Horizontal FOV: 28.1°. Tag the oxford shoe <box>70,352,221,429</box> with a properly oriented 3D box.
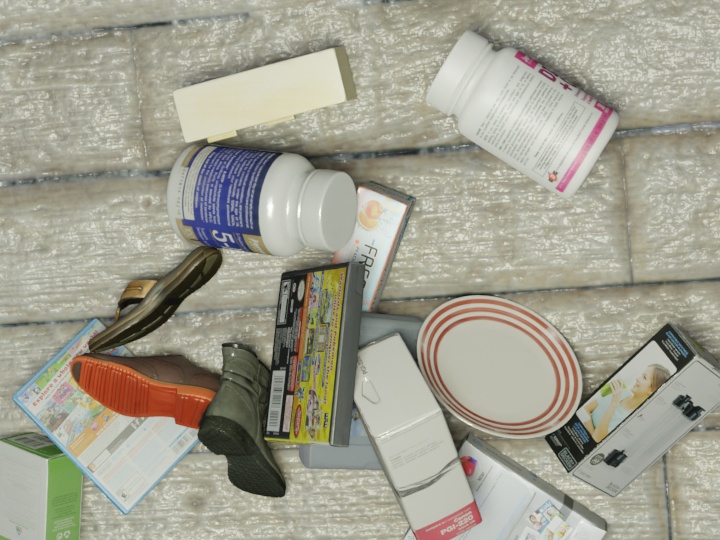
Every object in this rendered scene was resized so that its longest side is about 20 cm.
[{"bbox_3d":[-0.255,0.136,1.759,0.198,0.073,0.072,18,127,-2],"label":"oxford shoe"}]

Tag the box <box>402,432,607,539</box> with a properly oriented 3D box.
[{"bbox_3d":[0.173,0.316,1.735,0.199,0.041,0.157,31,103,3],"label":"box"}]

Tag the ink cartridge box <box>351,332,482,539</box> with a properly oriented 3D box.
[{"bbox_3d":[0.056,0.194,1.625,0.084,0.146,0.201,-26,130,-3],"label":"ink cartridge box"}]

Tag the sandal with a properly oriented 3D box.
[{"bbox_3d":[-0.254,0.028,1.743,0.200,0.082,0.055,-42,74,14],"label":"sandal"}]

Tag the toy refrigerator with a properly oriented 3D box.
[{"bbox_3d":[-0.110,-0.203,1.679,0.198,0.076,0.071,-13,97,11],"label":"toy refrigerator"}]

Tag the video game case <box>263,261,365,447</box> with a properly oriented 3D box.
[{"bbox_3d":[-0.054,0.097,1.635,0.025,0.180,0.202,9,82,-27],"label":"video game case"}]

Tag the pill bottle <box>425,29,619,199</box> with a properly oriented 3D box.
[{"bbox_3d":[0.180,-0.178,1.615,0.199,0.113,0.114,32,103,3],"label":"pill bottle"}]

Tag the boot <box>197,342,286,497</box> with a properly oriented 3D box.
[{"bbox_3d":[-0.126,0.182,1.737,0.067,0.201,0.132,1,55,22],"label":"boot"}]

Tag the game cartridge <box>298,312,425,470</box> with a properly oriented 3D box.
[{"bbox_3d":[0.002,0.146,1.691,0.042,0.132,0.202,40,119,47],"label":"game cartridge"}]

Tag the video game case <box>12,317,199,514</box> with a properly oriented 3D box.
[{"bbox_3d":[-0.307,0.179,1.769,0.200,0.018,0.143,45,71,0],"label":"video game case"}]

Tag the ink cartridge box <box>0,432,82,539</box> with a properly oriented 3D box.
[{"bbox_3d":[-0.405,0.314,1.802,0.103,0.059,0.202,12,102,39],"label":"ink cartridge box"}]

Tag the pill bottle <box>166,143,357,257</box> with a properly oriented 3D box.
[{"bbox_3d":[-0.111,-0.078,1.652,0.198,0.119,0.121,8,101,27],"label":"pill bottle"}]

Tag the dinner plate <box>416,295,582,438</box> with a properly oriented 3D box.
[{"bbox_3d":[0.157,0.112,1.643,0.199,0.201,0.024,27,136,4],"label":"dinner plate"}]

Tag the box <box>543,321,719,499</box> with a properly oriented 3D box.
[{"bbox_3d":[0.321,0.162,1.643,0.200,0.116,0.060,-45,47,14],"label":"box"}]

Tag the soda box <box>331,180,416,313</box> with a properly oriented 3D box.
[{"bbox_3d":[0.000,0.000,1.697,0.063,0.068,0.202,22,103,8],"label":"soda box"}]
